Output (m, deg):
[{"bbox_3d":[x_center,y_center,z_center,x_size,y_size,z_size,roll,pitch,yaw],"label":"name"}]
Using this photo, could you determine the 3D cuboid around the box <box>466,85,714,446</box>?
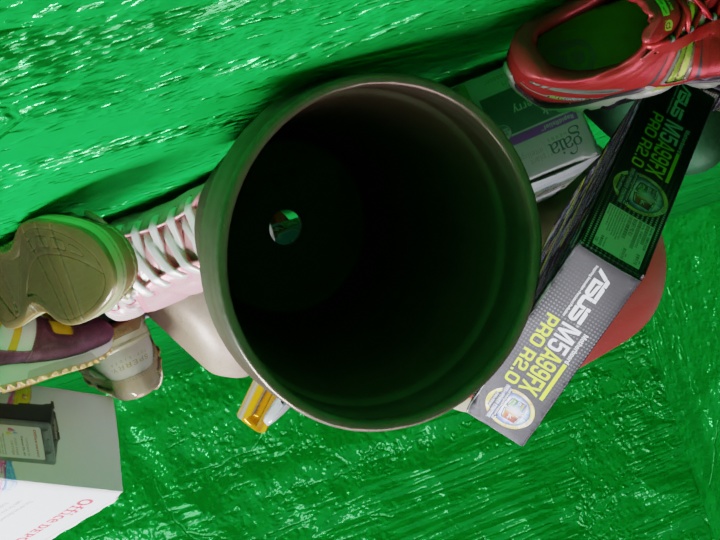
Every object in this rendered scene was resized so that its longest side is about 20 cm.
[{"bbox_3d":[0.143,-0.012,1.284,0.161,0.044,0.200,-61,179,41],"label":"box"}]

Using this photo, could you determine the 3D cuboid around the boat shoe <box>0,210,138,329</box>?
[{"bbox_3d":[-0.186,-0.003,1.357,0.063,0.074,0.200,-24,-178,-29],"label":"boat shoe"}]

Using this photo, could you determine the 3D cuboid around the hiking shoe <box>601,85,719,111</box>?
[{"bbox_3d":[0.252,-0.129,1.384,0.199,0.101,0.076,-18,175,-5],"label":"hiking shoe"}]

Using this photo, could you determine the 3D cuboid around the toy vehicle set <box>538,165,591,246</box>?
[{"bbox_3d":[0.113,-0.046,1.553,0.124,0.027,0.200,-29,-151,-6],"label":"toy vehicle set"}]

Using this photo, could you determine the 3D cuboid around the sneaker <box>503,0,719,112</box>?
[{"bbox_3d":[0.176,-0.136,1.165,0.199,0.077,0.085,-19,171,8],"label":"sneaker"}]

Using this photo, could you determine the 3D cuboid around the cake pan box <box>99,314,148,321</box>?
[{"bbox_3d":[-0.297,0.052,1.734,0.183,0.053,0.200,-18,177,29],"label":"cake pan box"}]

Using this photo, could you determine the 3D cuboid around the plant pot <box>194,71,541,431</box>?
[{"bbox_3d":[-0.017,-0.018,1.236,0.199,0.201,0.173,-17,-169,-19],"label":"plant pot"}]

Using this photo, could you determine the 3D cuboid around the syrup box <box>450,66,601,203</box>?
[{"bbox_3d":[0.098,-0.085,1.418,0.078,0.082,0.200,-23,175,-5],"label":"syrup box"}]

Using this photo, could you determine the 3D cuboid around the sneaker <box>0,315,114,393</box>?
[{"bbox_3d":[-0.258,0.041,1.458,0.075,0.091,0.199,-18,178,43],"label":"sneaker"}]

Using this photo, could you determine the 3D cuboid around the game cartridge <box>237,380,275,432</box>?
[{"bbox_3d":[-0.020,0.022,1.691,0.200,0.032,0.176,-52,175,-29],"label":"game cartridge"}]

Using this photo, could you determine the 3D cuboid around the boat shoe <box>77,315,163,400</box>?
[{"bbox_3d":[-0.189,0.071,1.637,0.072,0.065,0.200,-25,-177,-10],"label":"boat shoe"}]

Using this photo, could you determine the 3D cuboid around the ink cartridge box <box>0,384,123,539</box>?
[{"bbox_3d":[-0.297,0.140,1.532,0.199,0.086,0.147,11,150,-39],"label":"ink cartridge box"}]

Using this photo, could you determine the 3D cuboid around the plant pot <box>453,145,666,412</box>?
[{"bbox_3d":[0.119,0.010,1.664,0.200,0.201,0.177,-22,-169,45],"label":"plant pot"}]

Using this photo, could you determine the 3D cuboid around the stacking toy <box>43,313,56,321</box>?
[{"bbox_3d":[-0.253,0.033,1.562,0.199,0.086,0.085,-26,175,11],"label":"stacking toy"}]

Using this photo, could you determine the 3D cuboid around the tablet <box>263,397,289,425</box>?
[{"bbox_3d":[-0.021,0.050,1.618,0.130,0.014,0.200,-57,176,10],"label":"tablet"}]

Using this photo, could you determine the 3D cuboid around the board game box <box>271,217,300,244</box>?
[{"bbox_3d":[0.000,0.000,1.468,0.150,0.037,0.200,-17,-159,-16],"label":"board game box"}]

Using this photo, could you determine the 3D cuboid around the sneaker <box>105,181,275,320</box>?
[{"bbox_3d":[-0.133,-0.010,1.435,0.104,0.076,0.200,-22,-178,-25],"label":"sneaker"}]

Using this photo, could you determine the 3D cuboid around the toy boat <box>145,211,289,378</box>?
[{"bbox_3d":[-0.104,0.004,1.657,0.131,0.130,0.200,-48,177,-2],"label":"toy boat"}]

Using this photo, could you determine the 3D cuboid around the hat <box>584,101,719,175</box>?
[{"bbox_3d":[0.241,-0.075,1.504,0.165,0.177,0.200,-17,176,-15],"label":"hat"}]
